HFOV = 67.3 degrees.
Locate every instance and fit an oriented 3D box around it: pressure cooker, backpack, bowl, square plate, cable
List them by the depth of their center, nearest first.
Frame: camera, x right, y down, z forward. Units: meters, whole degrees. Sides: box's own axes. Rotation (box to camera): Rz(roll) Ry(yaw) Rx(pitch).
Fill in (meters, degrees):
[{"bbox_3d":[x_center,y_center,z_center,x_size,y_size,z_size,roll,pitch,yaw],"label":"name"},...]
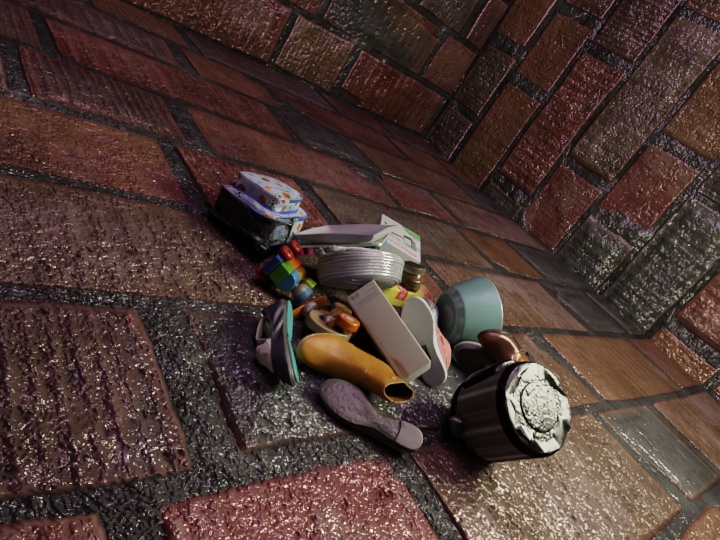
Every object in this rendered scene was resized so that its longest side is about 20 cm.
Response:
[{"bbox_3d":[0.269,0.275,1.031,0.176,0.200,0.179,36,56,-11],"label":"pressure cooker"},{"bbox_3d":[0.000,0.000,1.224,0.199,0.070,0.200,1,-12,-1],"label":"cable"},{"bbox_3d":[-0.219,-0.137,1.250,0.200,0.154,0.190,38,13,18],"label":"backpack"},{"bbox_3d":[-0.029,-0.088,1.291,0.197,0.029,0.200,2,11,19],"label":"square plate"},{"bbox_3d":[0.259,0.113,1.364,0.105,0.201,0.201,2,35,-21],"label":"bowl"}]

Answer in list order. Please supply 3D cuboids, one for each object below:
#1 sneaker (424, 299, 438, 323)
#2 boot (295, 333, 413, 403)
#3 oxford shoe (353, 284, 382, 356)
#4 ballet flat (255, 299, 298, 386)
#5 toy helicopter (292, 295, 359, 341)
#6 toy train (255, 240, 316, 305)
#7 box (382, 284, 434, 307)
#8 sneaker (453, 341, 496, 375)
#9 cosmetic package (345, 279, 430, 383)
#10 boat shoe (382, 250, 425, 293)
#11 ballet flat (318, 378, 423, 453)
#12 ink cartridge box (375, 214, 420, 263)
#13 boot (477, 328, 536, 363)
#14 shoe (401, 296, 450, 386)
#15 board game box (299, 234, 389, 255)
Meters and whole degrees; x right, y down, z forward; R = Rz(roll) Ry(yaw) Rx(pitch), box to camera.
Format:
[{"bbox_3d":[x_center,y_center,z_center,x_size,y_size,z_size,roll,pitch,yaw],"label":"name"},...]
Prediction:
[{"bbox_3d":[0.152,0.137,1.303,0.073,0.072,0.200,59,28,-11],"label":"sneaker"},{"bbox_3d":[-0.004,0.176,0.961,0.201,0.071,0.144,24,0,-39],"label":"boot"},{"bbox_3d":[0.052,0.124,1.191,0.200,0.070,0.075,65,3,28],"label":"oxford shoe"},{"bbox_3d":[-0.146,0.127,0.934,0.073,0.073,0.200,22,29,-26],"label":"ballet flat"},{"bbox_3d":[-0.064,0.097,1.110,0.132,0.079,0.200,27,12,5],"label":"toy helicopter"},{"bbox_3d":[-0.139,0.002,1.179,0.116,0.085,0.200,50,14,-4],"label":"toy train"},{"bbox_3d":[0.094,0.054,1.402,0.200,0.050,0.075,18,27,-33],"label":"box"},{"bbox_3d":[0.304,0.249,1.270,0.200,0.075,0.106,35,23,-1],"label":"sneaker"},{"bbox_3d":[0.056,0.127,1.089,0.200,0.071,0.105,55,-4,19],"label":"cosmetic package"},{"bbox_3d":[0.073,-0.003,1.341,0.072,0.068,0.200,0,18,-38],"label":"boat shoe"},{"bbox_3d":[0.014,0.253,0.928,0.200,0.046,0.067,29,54,1],"label":"ballet flat"},{"bbox_3d":[0.099,-0.068,1.602,0.146,0.084,0.200,30,24,-9],"label":"ink cartridge box"},{"bbox_3d":[0.337,0.246,1.214,0.188,0.068,0.200,43,34,-22],"label":"boot"},{"bbox_3d":[0.146,0.145,1.184,0.091,0.071,0.201,-35,108,-70],"label":"shoe"},{"bbox_3d":[-0.037,-0.065,1.319,0.199,0.026,0.200,0,11,8],"label":"board game box"}]
